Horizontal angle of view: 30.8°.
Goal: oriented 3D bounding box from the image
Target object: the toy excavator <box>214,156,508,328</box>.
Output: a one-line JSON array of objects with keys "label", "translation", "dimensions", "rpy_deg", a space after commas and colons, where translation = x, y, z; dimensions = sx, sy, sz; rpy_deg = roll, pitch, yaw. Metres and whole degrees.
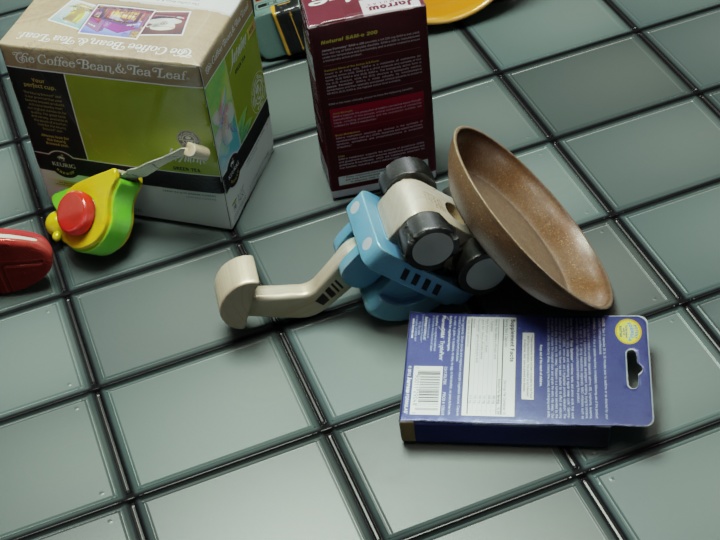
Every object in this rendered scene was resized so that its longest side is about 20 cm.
[{"label": "toy excavator", "translation": [0.000, 0.000, 1.137], "dimensions": [0.194, 0.200, 0.100], "rpy_deg": [24, 31, -34]}]

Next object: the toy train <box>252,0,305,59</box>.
[{"label": "toy train", "translation": [-0.076, -0.319, 1.477], "dimensions": [0.114, 0.085, 0.200], "rpy_deg": [-15, 44, 5]}]

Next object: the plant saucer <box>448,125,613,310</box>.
[{"label": "plant saucer", "translation": [0.138, -0.037, 1.122], "dimensions": [0.037, 0.200, 0.200], "rpy_deg": [-40, 40, 22]}]

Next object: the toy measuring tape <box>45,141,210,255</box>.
[{"label": "toy measuring tape", "translation": [-0.217, -0.058, 1.207], "dimensions": [0.200, 0.074, 0.074], "rpy_deg": [-17, 37, 31]}]

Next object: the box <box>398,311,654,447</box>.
[{"label": "box", "translation": [0.136, 0.088, 1.072], "dimensions": [0.200, 0.032, 0.121], "rpy_deg": [0, 45, 9]}]

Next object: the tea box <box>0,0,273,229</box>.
[{"label": "tea box", "translation": [-0.205, -0.165, 1.250], "dimensions": [0.200, 0.197, 0.134], "rpy_deg": [9, 47, 14]}]

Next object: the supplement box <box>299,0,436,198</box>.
[{"label": "supplement box", "translation": [0.009, -0.169, 1.227], "dimensions": [0.109, 0.200, 0.061], "rpy_deg": [-12, 45, -6]}]

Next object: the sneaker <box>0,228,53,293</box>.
[{"label": "sneaker", "translation": [-0.380, -0.041, 1.231], "dimensions": [0.200, 0.078, 0.116], "rpy_deg": [-1, 46, 4]}]

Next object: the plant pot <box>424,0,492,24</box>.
[{"label": "plant pot", "translation": [0.064, -0.400, 1.476], "dimensions": [0.200, 0.200, 0.183], "rpy_deg": [-15, 30, -9]}]
